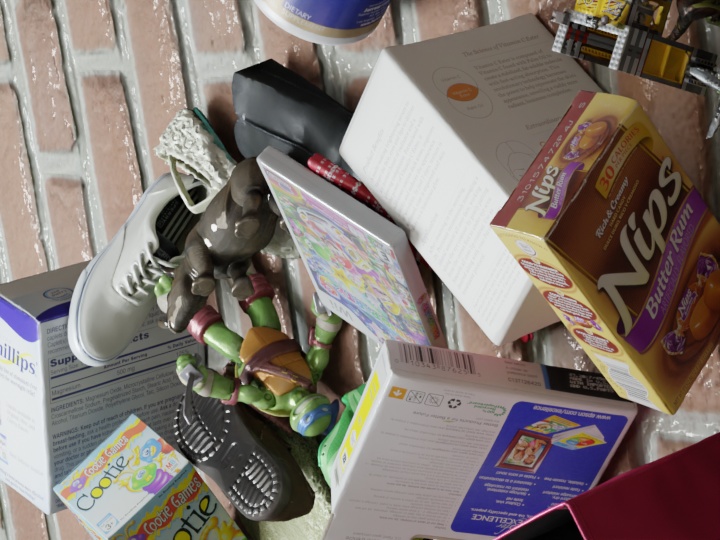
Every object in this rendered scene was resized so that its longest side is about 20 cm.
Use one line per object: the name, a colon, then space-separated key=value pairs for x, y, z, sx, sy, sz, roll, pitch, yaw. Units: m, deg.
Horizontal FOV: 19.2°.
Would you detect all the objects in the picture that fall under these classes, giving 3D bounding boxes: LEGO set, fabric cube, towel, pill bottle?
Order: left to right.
towel: x=-0.060 y=0.219 z=1.944 sx=0.201 sy=0.036 sz=0.149 roll=57 pitch=139 yaw=19
pill bottle: x=-0.004 y=-0.278 z=1.609 sx=0.116 sy=0.115 sz=0.200 roll=52 pitch=138 yaw=24
towel: x=0.050 y=-0.015 z=1.599 sx=0.199 sy=0.023 sz=0.145 roll=35 pitch=177 yaw=9
fabric cube: x=0.201 y=0.248 z=1.496 sx=0.196 sy=0.199 sz=0.201 roll=-39 pitch=74 yaw=50
LEGO set: x=0.213 y=-0.173 z=1.346 sx=0.200 sy=0.115 sz=0.155 roll=35 pitch=108 yaw=42

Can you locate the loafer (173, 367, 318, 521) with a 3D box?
loafer: x=-0.103 y=0.163 z=1.891 sx=0.073 sy=0.071 sz=0.200 roll=-51 pitch=42 yaw=12

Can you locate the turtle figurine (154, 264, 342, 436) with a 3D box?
turtle figurine: x=-0.094 y=0.044 z=1.834 sx=0.144 sy=0.200 sz=0.194 roll=-50 pitch=55 yaw=10

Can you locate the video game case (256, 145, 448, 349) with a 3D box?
video game case: x=0.000 y=0.000 z=1.614 sx=0.143 sy=0.018 sz=0.200 roll=33 pitch=161 yaw=32

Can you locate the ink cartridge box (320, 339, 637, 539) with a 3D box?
ink cartridge box: x=0.083 y=0.147 z=1.616 sx=0.047 sy=0.196 sz=0.201 roll=-99 pitch=24 yaw=-44

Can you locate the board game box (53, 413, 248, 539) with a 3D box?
board game box: x=-0.176 y=0.248 z=1.964 sx=0.103 sy=0.105 sz=0.200 roll=33 pitch=161 yaw=47

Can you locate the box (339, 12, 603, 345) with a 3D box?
box: x=0.109 y=-0.069 z=1.520 sx=0.200 sy=0.152 sz=0.107 roll=52 pitch=138 yaw=26

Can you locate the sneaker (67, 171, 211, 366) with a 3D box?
sneaker: x=-0.198 y=-0.007 z=1.912 sx=0.073 sy=0.201 sz=0.071 roll=33 pitch=161 yaw=-23

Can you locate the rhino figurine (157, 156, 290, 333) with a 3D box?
rhino figurine: x=-0.115 y=-0.016 z=1.771 sx=0.200 sy=0.060 sz=0.088 roll=-49 pitch=32 yaw=34

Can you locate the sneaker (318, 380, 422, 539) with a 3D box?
sneaker: x=0.008 y=0.172 z=1.734 sx=0.083 sy=0.201 sz=0.074 roll=-21 pitch=128 yaw=28

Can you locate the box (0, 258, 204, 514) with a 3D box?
box: x=-0.249 y=0.100 z=2.014 sx=0.105 sy=0.183 sz=0.201 roll=25 pitch=123 yaw=45

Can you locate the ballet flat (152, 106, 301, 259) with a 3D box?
ballet flat: x=-0.116 y=-0.063 z=1.870 sx=0.200 sy=0.071 sz=0.072 roll=49 pitch=137 yaw=34

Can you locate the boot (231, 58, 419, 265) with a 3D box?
boot: x=-0.036 y=-0.069 z=1.772 sx=0.199 sy=0.065 sz=0.166 roll=28 pitch=118 yaw=40

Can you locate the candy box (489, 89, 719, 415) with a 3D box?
candy box: x=0.177 y=-0.010 z=1.409 sx=0.056 sy=0.117 sz=0.200 roll=16 pitch=155 yaw=47

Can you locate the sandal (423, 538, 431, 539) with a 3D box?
sandal: x=0.009 y=0.284 z=1.785 sx=0.043 sy=0.076 sz=0.201 roll=52 pitch=138 yaw=21
